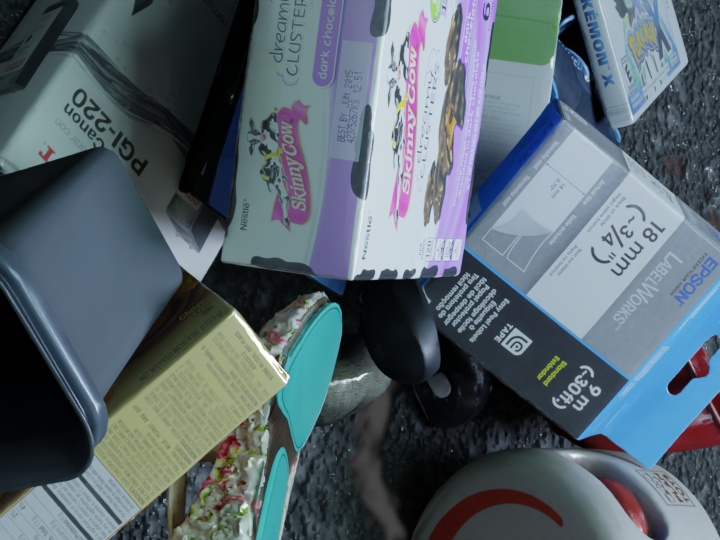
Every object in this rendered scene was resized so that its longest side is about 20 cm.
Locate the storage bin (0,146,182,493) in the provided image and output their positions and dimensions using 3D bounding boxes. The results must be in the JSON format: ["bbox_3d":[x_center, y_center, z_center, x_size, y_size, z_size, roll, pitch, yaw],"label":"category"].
[{"bbox_3d":[-0.193,0.012,1.004,0.146,0.199,0.134,62,37,-21],"label":"storage bin"}]

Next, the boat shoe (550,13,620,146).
[{"bbox_3d":[0.120,-0.126,1.428,0.069,0.084,0.200,-66,145,-29],"label":"boat shoe"}]

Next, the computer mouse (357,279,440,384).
[{"bbox_3d":[0.000,0.000,1.228,0.034,0.200,0.059,-13,125,-13],"label":"computer mouse"}]

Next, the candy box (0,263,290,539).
[{"bbox_3d":[-0.143,0.084,1.034,0.200,0.115,0.055,-41,118,-8],"label":"candy box"}]

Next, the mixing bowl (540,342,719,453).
[{"bbox_3d":[0.160,0.044,1.390,0.201,0.108,0.200,61,12,-22],"label":"mixing bowl"}]

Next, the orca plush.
[{"bbox_3d":[0.076,0.000,1.360,0.105,0.071,0.201,26,67,-42],"label":"orca plush"}]

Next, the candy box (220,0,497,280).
[{"bbox_3d":[0.005,-0.082,1.075,0.200,0.071,0.169,-3,101,-72],"label":"candy box"}]

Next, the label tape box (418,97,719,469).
[{"bbox_3d":[0.147,0.018,1.241,0.200,0.144,0.063,38,12,-10],"label":"label tape box"}]

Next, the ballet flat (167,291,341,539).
[{"bbox_3d":[-0.061,0.089,1.075,0.076,0.064,0.201,79,21,-48],"label":"ballet flat"}]

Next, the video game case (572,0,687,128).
[{"bbox_3d":[0.182,-0.210,1.481,0.200,0.022,0.183,-41,117,-64],"label":"video game case"}]

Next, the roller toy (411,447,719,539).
[{"bbox_3d":[0.134,0.203,1.311,0.139,0.199,0.183,7,77,-48],"label":"roller toy"}]

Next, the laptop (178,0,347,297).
[{"bbox_3d":[-0.015,-0.115,1.133,0.115,0.200,0.188,19,68,-9],"label":"laptop"}]

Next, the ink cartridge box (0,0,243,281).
[{"bbox_3d":[-0.129,-0.078,1.147,0.146,0.085,0.200,49,55,-31],"label":"ink cartridge box"}]

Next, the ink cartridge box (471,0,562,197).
[{"bbox_3d":[0.066,-0.104,1.316,0.059,0.103,0.201,93,5,-78],"label":"ink cartridge box"}]

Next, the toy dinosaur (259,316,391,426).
[{"bbox_3d":[-0.026,0.066,1.224,0.199,0.102,0.077,-1,87,-45],"label":"toy dinosaur"}]
